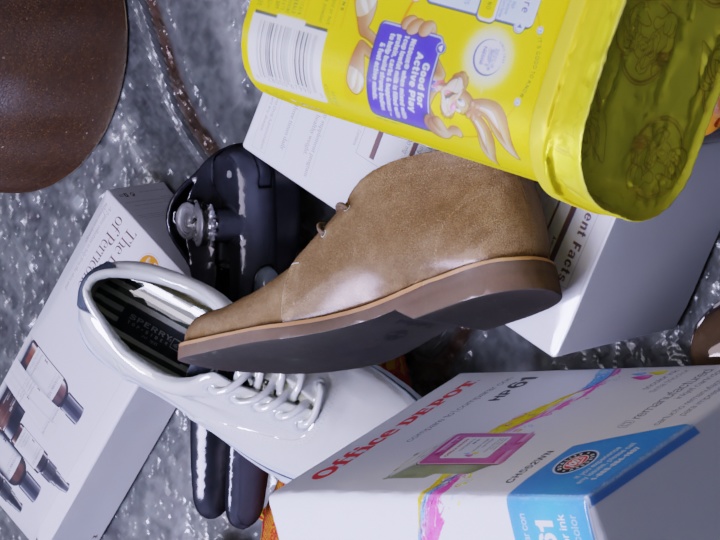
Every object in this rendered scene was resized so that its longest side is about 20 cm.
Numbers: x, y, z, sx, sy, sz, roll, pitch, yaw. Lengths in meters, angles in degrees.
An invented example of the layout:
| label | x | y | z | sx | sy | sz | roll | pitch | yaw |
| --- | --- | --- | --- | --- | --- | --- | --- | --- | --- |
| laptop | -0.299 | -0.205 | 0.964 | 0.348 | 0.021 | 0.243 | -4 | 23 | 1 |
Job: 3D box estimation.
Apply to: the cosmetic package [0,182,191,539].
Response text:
| label | x | y | z | sx | sy | sz | roll | pitch | yaw |
| --- | --- | --- | --- | --- | --- | --- | --- | --- | --- |
| cosmetic package | -0.142 | 0.055 | 1.545 | 0.083 | 0.051 | 0.200 | 44 | 121 | 24 |

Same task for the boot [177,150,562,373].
| label | x | y | z | sx | sy | sz | roll | pitch | yaw |
| --- | --- | --- | --- | --- | --- | --- | --- | --- | --- |
| boot | 0.000 | 0.000 | 1.280 | 0.200 | 0.074 | 0.076 | -18 | 73 | 32 |

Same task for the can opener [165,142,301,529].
| label | x | y | z | sx | sy | sz | roll | pitch | yaw |
| --- | --- | --- | --- | --- | --- | --- | --- | --- | --- |
| can opener | -0.061 | 0.032 | 1.444 | 0.063 | 0.078 | 0.201 | 3 | 91 | 58 |

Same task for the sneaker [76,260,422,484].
| label | x | y | z | sx | sy | sz | roll | pitch | yaw |
| --- | --- | --- | --- | --- | --- | --- | --- | --- | --- |
| sneaker | -0.053 | 0.056 | 1.370 | 0.200 | 0.071 | 0.073 | 22 | 84 | 10 |

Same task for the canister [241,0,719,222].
| label | x | y | z | sx | sy | sz | roll | pitch | yaw |
| --- | --- | --- | --- | --- | --- | --- | --- | --- | --- |
| canister | 0.055 | -0.117 | 1.199 | 0.200 | 0.086 | 0.149 | 20 | 91 | 40 |

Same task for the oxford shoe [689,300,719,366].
| label | x | y | z | sx | sy | sz | roll | pitch | yaw |
| --- | --- | --- | --- | --- | --- | --- | --- | --- | --- |
| oxford shoe | 0.221 | 0.033 | 1.235 | 0.200 | 0.084 | 0.073 | -5 | 95 | 40 |

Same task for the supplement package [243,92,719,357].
| label | x | y | z | sx | sy | sz | roll | pitch | yaw |
| --- | --- | --- | --- | --- | --- | --- | --- | --- | --- |
| supplement package | 0.065 | -0.061 | 1.325 | 0.200 | 0.114 | 0.110 | 35 | 115 | 29 |

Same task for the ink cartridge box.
| label | x | y | z | sx | sy | sz | roll | pitch | yaw |
| --- | --- | --- | --- | --- | --- | --- | --- | --- | --- |
| ink cartridge box | 0.080 | 0.107 | 1.264 | 0.200 | 0.144 | 0.085 | -6 | 107 | 46 |

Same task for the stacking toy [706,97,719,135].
| label | x | y | z | sx | sy | sz | roll | pitch | yaw |
| --- | --- | --- | --- | --- | --- | --- | --- | --- | --- |
| stacking toy | 0.179 | -0.147 | 1.215 | 0.110 | 0.116 | 0.200 | 35 | 113 | 28 |

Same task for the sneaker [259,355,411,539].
| label | x | y | z | sx | sy | sz | roll | pitch | yaw |
| --- | --- | --- | --- | --- | --- | --- | --- | --- | --- |
| sneaker | -0.024 | 0.116 | 1.450 | 0.077 | 0.073 | 0.200 | 23 | 105 | 54 |

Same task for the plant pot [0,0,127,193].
| label | x | y | z | sx | sy | sz | roll | pitch | yaw |
| --- | --- | --- | --- | --- | --- | --- | --- | --- | --- |
| plant pot | -0.260 | -0.126 | 1.518 | 0.187 | 0.200 | 0.187 | 6 | 100 | 37 |
